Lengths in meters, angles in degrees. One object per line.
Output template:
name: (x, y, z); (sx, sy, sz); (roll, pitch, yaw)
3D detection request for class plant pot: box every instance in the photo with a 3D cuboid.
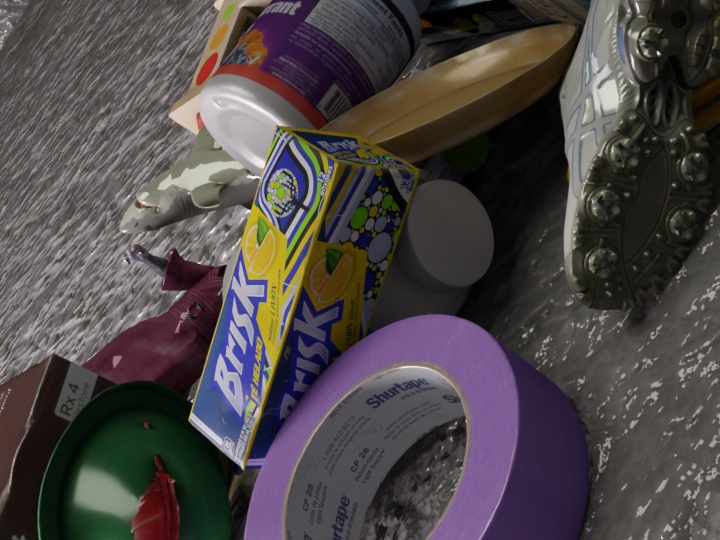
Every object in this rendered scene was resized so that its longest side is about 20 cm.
plant pot: (0.055, -0.109, 1.020); (0.200, 0.028, 0.200); (-24, 15, 7)

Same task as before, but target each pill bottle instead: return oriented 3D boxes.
pill bottle: (-0.024, -0.168, 1.155); (0.200, 0.111, 0.111); (-55, 22, -23)
pill bottle: (0.000, 0.000, 1.029); (0.200, 0.111, 0.111); (-24, 42, 51)

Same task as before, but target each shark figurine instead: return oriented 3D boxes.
shark figurine: (-0.077, -0.056, 1.225); (0.214, 0.090, 0.128); (10, 59, 37)

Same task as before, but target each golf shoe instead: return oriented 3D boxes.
golf shoe: (0.147, -0.076, 0.863); (0.097, 0.078, 0.200); (11, 87, 67)

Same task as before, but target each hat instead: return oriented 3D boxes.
hat: (-0.098, 0.162, 1.002); (0.176, 0.166, 0.200); (-9, 42, 41)

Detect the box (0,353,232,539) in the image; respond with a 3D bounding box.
box: (-0.228, 0.189, 1.163); (0.200, 0.164, 0.166); (-25, 43, 51)

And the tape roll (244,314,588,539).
tape roll: (0.027, 0.127, 0.852); (0.200, 0.066, 0.200); (-30, 41, 30)

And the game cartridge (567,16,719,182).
game cartridge: (0.200, -0.161, 0.938); (0.176, 0.032, 0.200); (-34, 35, 41)

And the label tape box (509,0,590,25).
label tape box: (0.091, -0.223, 0.996); (0.066, 0.143, 0.200); (-60, 28, -1)

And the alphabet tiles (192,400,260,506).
alphabet tiles: (-0.083, 0.102, 1.192); (0.167, 0.006, 0.200); (-57, 25, 2)

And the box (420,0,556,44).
box: (0.112, -0.251, 1.190); (0.200, 0.040, 0.137); (4, 65, 62)

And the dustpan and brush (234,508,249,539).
dustpan and brush: (-0.024, 0.139, 1.000); (0.200, 0.057, 0.140); (-69, 14, -7)

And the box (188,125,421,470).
box: (-0.036, 0.018, 0.929); (0.064, 0.070, 0.200); (33, 113, 43)

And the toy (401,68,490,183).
toy: (0.036, -0.108, 1.160); (0.115, 0.047, 0.200); (-57, 25, -2)

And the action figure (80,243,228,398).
action figure: (-0.128, 0.051, 1.250); (0.200, 0.149, 0.134); (-45, 52, -14)

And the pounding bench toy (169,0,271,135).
pounding bench toy: (-0.047, -0.179, 1.303); (0.200, 0.124, 0.156); (-23, 42, 51)
